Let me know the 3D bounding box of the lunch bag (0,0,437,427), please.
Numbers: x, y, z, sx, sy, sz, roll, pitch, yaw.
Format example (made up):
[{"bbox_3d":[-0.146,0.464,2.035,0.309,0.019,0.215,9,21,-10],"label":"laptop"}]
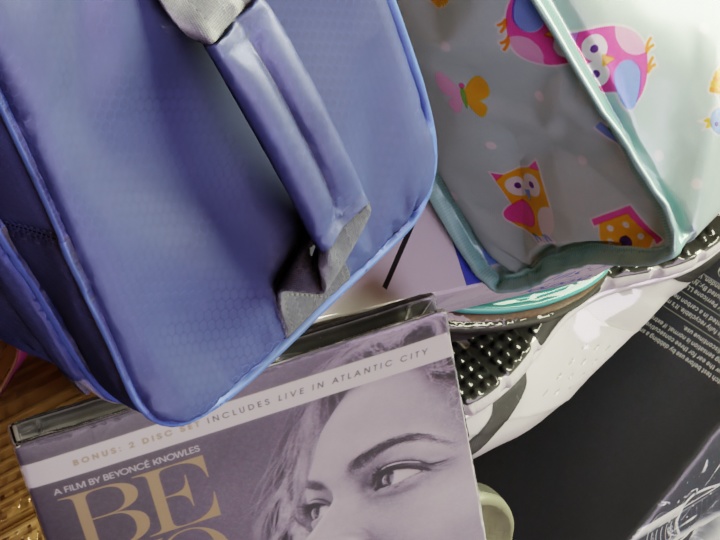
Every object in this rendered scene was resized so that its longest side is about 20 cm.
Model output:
[{"bbox_3d":[-0.066,-0.054,0.737,0.136,0.132,0.200,-44,134,-23],"label":"lunch bag"}]

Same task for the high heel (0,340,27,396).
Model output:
[{"bbox_3d":[-0.140,0.063,0.855,0.200,0.096,0.067,-49,139,-8],"label":"high heel"}]

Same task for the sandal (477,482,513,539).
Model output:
[{"bbox_3d":[0.014,0.179,1.040,0.080,0.057,0.201,36,77,-53],"label":"sandal"}]

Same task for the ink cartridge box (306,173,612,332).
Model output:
[{"bbox_3d":[0.003,-0.029,0.930,0.200,0.094,0.044,-11,169,-36],"label":"ink cartridge box"}]

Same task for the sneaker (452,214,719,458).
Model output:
[{"bbox_3d":[0.079,0.011,1.085,0.200,0.074,0.080,-32,151,-20],"label":"sneaker"}]

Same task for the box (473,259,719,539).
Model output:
[{"bbox_3d":[0.143,0.100,1.177,0.182,0.104,0.200,-51,142,-4],"label":"box"}]

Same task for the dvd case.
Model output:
[{"bbox_3d":[-0.028,0.105,0.931,0.148,0.016,0.200,-17,132,-6],"label":"dvd case"}]

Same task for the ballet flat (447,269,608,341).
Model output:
[{"bbox_3d":[0.000,0.000,0.987,0.200,0.068,0.068,-4,162,-34],"label":"ballet flat"}]

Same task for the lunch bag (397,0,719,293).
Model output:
[{"bbox_3d":[0.072,-0.120,0.902,0.170,0.122,0.200,-41,104,-33],"label":"lunch bag"}]
